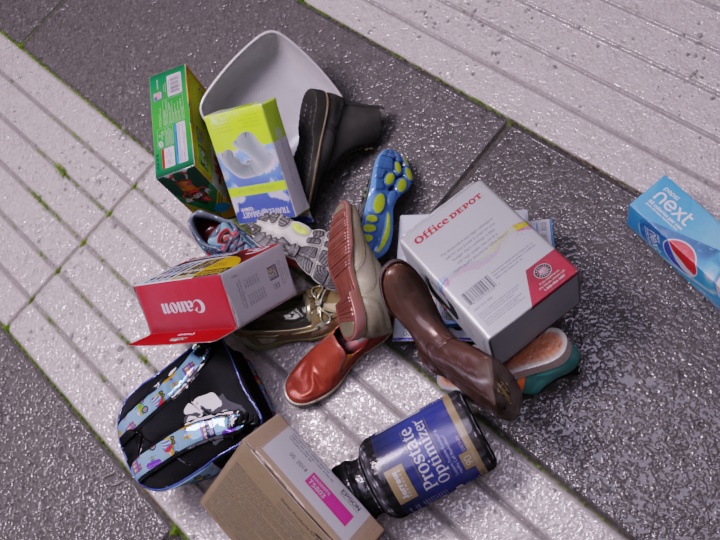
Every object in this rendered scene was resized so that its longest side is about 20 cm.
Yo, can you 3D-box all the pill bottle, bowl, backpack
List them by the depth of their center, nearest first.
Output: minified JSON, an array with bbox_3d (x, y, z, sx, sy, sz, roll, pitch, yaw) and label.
[{"bbox_3d":[0.067,0.250,0.985,0.198,0.112,0.113,-29,62,3],"label":"pill bottle"},{"bbox_3d":[-0.233,0.217,1.077,0.199,0.135,0.183,-34,62,-1],"label":"backpack"},{"bbox_3d":[-0.146,-0.267,1.256,0.200,0.075,0.200,44,85,-16],"label":"bowl"}]

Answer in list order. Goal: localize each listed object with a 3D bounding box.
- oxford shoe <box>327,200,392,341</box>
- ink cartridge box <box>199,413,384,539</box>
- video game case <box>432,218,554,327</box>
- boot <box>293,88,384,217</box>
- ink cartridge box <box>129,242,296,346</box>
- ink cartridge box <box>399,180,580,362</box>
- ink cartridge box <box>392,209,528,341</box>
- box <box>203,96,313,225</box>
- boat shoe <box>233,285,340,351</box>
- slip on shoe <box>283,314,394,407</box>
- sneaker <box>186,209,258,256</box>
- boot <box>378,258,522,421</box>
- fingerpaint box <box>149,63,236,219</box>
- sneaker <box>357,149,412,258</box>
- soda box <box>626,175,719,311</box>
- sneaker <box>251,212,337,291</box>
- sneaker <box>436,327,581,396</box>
[{"bbox_3d":[0.000,0.000,1.073,0.073,0.071,0.203,0,75,-27],"label":"oxford shoe"},{"bbox_3d":[-0.091,0.309,0.954,0.200,0.075,0.165,46,128,11],"label":"ink cartridge box"},{"bbox_3d":[0.175,0.005,1.065,0.197,0.018,0.145,-6,67,14],"label":"video game case"},{"bbox_3d":[-0.035,-0.181,1.228,0.077,0.137,0.203,39,121,53],"label":"boot"},{"bbox_3d":[-0.225,0.036,1.092,0.198,0.175,0.085,-8,105,38],"label":"ink cartridge box"},{"bbox_3d":[0.168,-0.001,0.998,0.145,0.083,0.200,-36,54,-5],"label":"ink cartridge box"},{"bbox_3d":[0.148,0.012,1.103,0.197,0.041,0.203,-1,68,16],"label":"ink cartridge box"},{"bbox_3d":[-0.157,-0.155,1.177,0.121,0.202,0.048,-4,22,33],"label":"box"},{"bbox_3d":[-0.096,0.067,1.140,0.198,0.063,0.074,-14,63,9],"label":"boat shoe"},{"bbox_3d":[-0.035,0.119,1.102,0.199,0.061,0.074,-40,64,-1],"label":"slip on shoe"},{"bbox_3d":[-0.203,-0.030,1.196,0.199,0.096,0.080,29,78,26],"label":"sneaker"},{"bbox_3d":[0.112,0.084,0.938,0.064,0.187,0.200,-37,26,-9],"label":"boot"},{"bbox_3d":[-0.274,-0.204,1.253,0.072,0.167,0.202,-16,64,11],"label":"fingerpaint box"},{"bbox_3d":[0.023,-0.103,1.166,0.082,0.070,0.202,-25,42,55],"label":"sneaker"},{"bbox_3d":[0.454,-0.030,1.016,0.068,0.064,0.201,-37,62,-2],"label":"soda box"},{"bbox_3d":[-0.071,-0.026,1.151,0.199,0.085,0.078,31,82,18],"label":"sneaker"},{"bbox_3d":[0.200,0.140,1.019,0.198,0.080,0.072,-19,44,32],"label":"sneaker"}]
